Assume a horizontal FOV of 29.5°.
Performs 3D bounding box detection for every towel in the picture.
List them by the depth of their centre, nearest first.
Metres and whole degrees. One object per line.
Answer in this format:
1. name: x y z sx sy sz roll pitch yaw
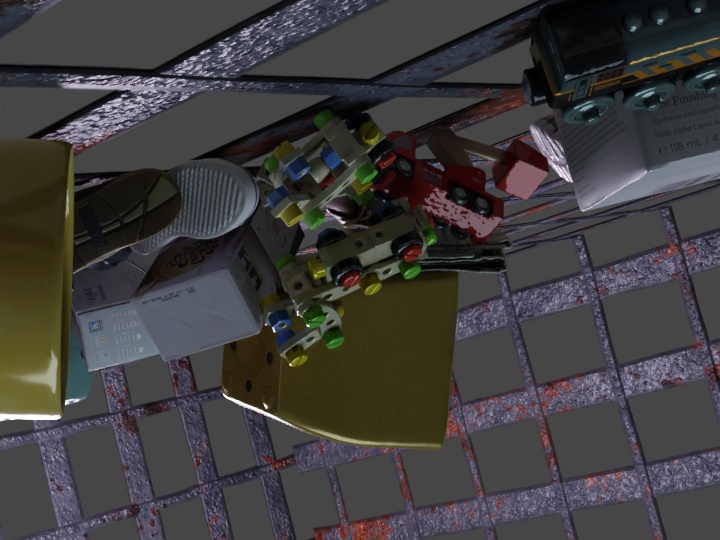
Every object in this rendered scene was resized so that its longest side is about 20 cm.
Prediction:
1. towel: 0.065 -0.029 1.480 0.191 0.035 0.200 1 -170 2

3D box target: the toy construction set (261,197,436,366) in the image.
1. toy construction set: 0.000 0.000 1.291 0.199 0.092 0.132 -37 156 -20

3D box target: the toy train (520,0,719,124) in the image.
1. toy train: 0.225 -0.180 1.090 0.198 0.086 0.114 -15 165 -1

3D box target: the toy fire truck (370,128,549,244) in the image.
1. toy fire truck: 0.100 -0.102 1.415 0.199 0.142 0.049 24 132 -16

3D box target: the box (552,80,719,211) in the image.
1. box: 0.307 -0.154 1.281 0.197 0.132 0.200 -14 174 -10

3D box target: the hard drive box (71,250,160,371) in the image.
1. hard drive box: -0.230 0.023 1.542 0.198 0.077 0.156 -13 -150 -15

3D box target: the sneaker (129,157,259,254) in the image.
1. sneaker: -0.134 -0.072 1.296 0.114 0.073 0.200 -20 -174 -39

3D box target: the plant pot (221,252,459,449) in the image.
1. plant pot: -0.036 0.081 1.461 0.199 0.198 0.194 1 -173 -37

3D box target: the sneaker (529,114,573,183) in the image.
1. sneaker: 0.264 -0.153 1.476 0.112 0.078 0.200 -36 -162 -8

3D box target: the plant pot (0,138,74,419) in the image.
1. plant pot: -0.303 0.005 0.978 0.187 0.203 0.201 1 172 -10

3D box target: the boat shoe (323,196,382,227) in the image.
1. boat shoe: -0.004 -0.081 1.561 0.071 0.060 0.200 -16 175 15

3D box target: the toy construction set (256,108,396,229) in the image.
1. toy construction set: -0.035 -0.086 1.248 0.131 0.092 0.200 -39 -174 -6

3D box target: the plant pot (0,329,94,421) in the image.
1. plant pot: -0.422 0.098 1.717 0.199 0.162 0.201 -15 176 -1

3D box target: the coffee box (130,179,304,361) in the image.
1. coffee box: -0.140 -0.006 1.390 0.112 0.080 0.200 -17 -155 21

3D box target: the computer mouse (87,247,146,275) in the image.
1. computer mouse: -0.238 -0.002 1.389 0.058 0.034 0.200 -38 137 18

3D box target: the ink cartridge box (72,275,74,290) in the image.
1. ink cartridge box: -0.334 0.017 1.159 0.199 0.138 0.076 -18 157 25

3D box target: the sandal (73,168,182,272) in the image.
1. sandal: -0.258 -0.043 1.245 0.198 0.081 0.054 -19 -164 -3
